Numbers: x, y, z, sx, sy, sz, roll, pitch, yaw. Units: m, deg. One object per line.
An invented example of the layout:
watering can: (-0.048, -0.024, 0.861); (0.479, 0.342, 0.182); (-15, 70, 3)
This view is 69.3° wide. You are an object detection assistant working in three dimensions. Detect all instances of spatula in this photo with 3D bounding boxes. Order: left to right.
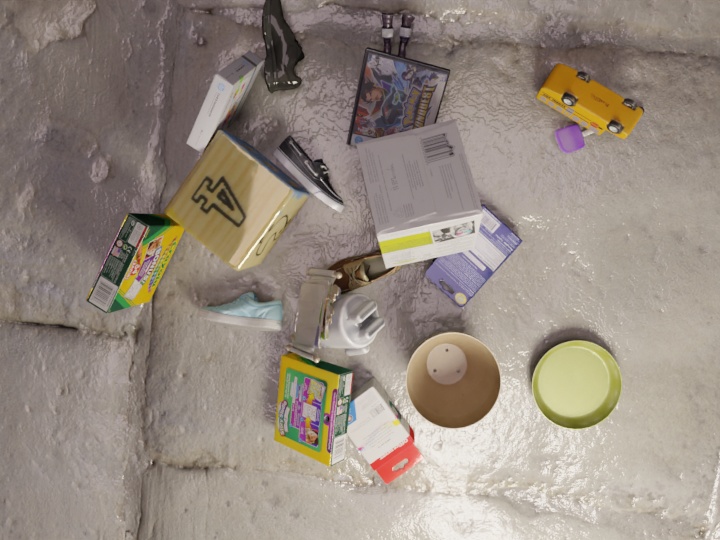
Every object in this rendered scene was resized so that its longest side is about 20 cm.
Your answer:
spatula: (0.514, -0.307, 1.116); (0.197, 0.021, 0.057); (-21, 90, 5)

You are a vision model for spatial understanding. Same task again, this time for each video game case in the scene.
video game case: (0.076, -0.342, 1.100); (0.178, 0.026, 0.203); (16, 120, 2)

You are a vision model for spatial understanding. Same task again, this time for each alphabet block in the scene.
alphabet block: (-0.250, -0.143, 1.095); (0.195, 0.195, 0.201); (38, 97, 1)

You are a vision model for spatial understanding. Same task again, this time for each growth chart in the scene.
growth chart: (-0.099, 0.091, 1.094); (0.018, 0.144, 0.204); (12, 94, -39)

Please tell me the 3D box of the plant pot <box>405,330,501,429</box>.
plant pot: (0.193, 0.220, 1.130); (0.196, 0.134, 0.204); (0, 96, 3)

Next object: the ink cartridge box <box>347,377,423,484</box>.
ink cartridge box: (0.044, 0.365, 1.187); (0.116, 0.067, 0.201); (-36, 92, 7)

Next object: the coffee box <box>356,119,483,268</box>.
coffee box: (0.116, -0.144, 1.043); (0.196, 0.198, 0.203); (-13, 72, 4)

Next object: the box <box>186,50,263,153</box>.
box: (-0.269, -0.344, 1.048); (0.041, 0.201, 0.156); (31, 122, -11)

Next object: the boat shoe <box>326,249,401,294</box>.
boat shoe: (0.000, 0.000, 1.151); (0.197, 0.074, 0.077); (-23, 94, 5)

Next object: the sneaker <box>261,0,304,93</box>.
sneaker: (-0.167, -0.489, 1.124); (0.089, 0.076, 0.204); (-3, 102, -6)

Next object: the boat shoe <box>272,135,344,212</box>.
boat shoe: (-0.101, -0.214, 1.143); (0.200, 0.072, 0.068); (44, 98, 6)

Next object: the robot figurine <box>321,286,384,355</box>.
robot figurine: (-0.038, 0.110, 1.120); (0.198, 0.112, 0.172); (-8, 109, 49)

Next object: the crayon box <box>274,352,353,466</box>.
crayon box: (-0.107, 0.302, 1.157); (0.170, 0.058, 0.204); (11, 97, 36)

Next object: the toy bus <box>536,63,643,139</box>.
toy bus: (0.469, -0.344, 1.072); (0.198, 0.078, 0.066); (34, 88, 7)

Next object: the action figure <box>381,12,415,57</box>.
action figure: (0.072, -0.434, 1.110); (0.128, 0.070, 0.203); (5, 110, -4)

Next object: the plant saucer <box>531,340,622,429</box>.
plant saucer: (0.481, 0.254, 1.168); (0.196, 0.031, 0.204); (0, 95, 4)

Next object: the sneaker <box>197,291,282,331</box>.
sneaker: (-0.270, 0.089, 1.188); (0.196, 0.074, 0.083); (6, 73, 3)

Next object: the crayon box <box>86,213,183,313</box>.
crayon box: (-0.476, -0.020, 1.121); (0.058, 0.173, 0.202); (29, 97, 3)

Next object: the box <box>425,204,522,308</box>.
box: (0.247, -0.029, 1.154); (0.121, 0.032, 0.201); (41, 95, -1)
